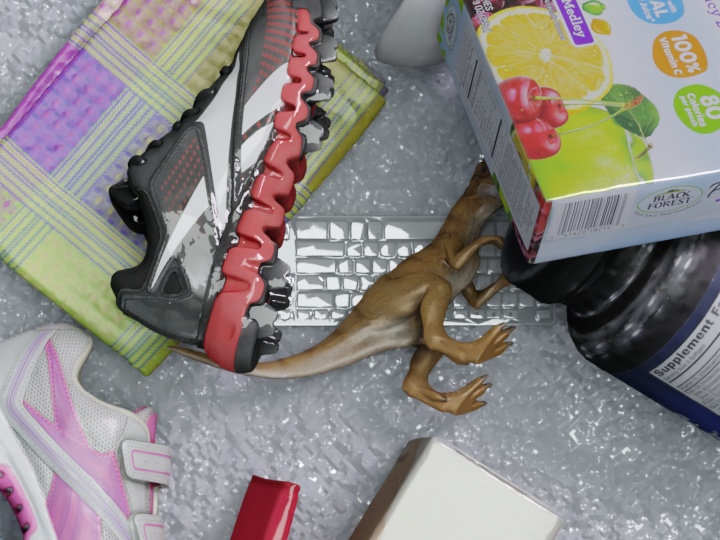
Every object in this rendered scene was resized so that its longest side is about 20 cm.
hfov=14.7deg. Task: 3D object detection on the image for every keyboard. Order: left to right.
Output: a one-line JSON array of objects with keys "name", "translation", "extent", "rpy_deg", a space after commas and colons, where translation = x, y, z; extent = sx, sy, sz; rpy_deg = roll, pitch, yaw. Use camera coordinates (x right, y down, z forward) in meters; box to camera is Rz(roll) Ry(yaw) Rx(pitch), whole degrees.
[{"name": "keyboard", "translation": [0.000, 0.000, 1.412], "extent": [0.199, 0.011, 0.056], "rpy_deg": [0, 86, -7]}]

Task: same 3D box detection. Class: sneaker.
[{"name": "sneaker", "translation": [-0.126, 0.110, 1.353], "extent": [0.088, 0.081, 0.200], "rpy_deg": [-30, 90, -7]}, {"name": "sneaker", "translation": [-0.068, -0.054, 1.349], "extent": [0.098, 0.071, 0.201], "rpy_deg": [13, 74, 4]}]

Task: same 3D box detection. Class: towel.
[{"name": "towel", "translation": [-0.095, -0.064, 1.395], "extent": [0.144, 0.023, 0.200], "rpy_deg": [39, 79, -2]}]

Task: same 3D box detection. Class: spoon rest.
[{"name": "spoon rest", "translation": [0.074, -0.174, 1.355], "extent": [0.061, 0.099, 0.200], "rpy_deg": [47, 116, 5]}]

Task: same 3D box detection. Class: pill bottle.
[{"name": "pill bottle", "translation": [0.172, 0.017, 1.362], "extent": [0.200, 0.112, 0.112], "rpy_deg": [31, 82, -17]}]

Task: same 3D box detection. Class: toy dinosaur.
[{"name": "toy dinosaur", "translation": [0.017, 0.025, 1.388], "extent": [0.200, 0.060, 0.106], "rpy_deg": [-38, 63, -16]}]

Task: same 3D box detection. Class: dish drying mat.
[{"name": "dish drying mat", "translation": [-0.071, 0.197, 1.355], "extent": [0.018, 0.077, 0.201], "rpy_deg": [21, 83, -13]}]

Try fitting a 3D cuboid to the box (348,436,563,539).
[{"name": "box", "translation": [0.010, 0.184, 1.358], "extent": [0.078, 0.095, 0.200], "rpy_deg": [32, 81, -3]}]

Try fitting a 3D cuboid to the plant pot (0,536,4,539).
[{"name": "plant pot", "translation": [-0.257, 0.166, 1.284], "extent": [0.199, 0.196, 0.196], "rpy_deg": [16, 84, -12]}]

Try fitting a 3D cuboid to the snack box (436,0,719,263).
[{"name": "snack box", "translation": [0.152, -0.087, 1.302], "extent": [0.199, 0.053, 0.143], "rpy_deg": [-9, 56, -15]}]
